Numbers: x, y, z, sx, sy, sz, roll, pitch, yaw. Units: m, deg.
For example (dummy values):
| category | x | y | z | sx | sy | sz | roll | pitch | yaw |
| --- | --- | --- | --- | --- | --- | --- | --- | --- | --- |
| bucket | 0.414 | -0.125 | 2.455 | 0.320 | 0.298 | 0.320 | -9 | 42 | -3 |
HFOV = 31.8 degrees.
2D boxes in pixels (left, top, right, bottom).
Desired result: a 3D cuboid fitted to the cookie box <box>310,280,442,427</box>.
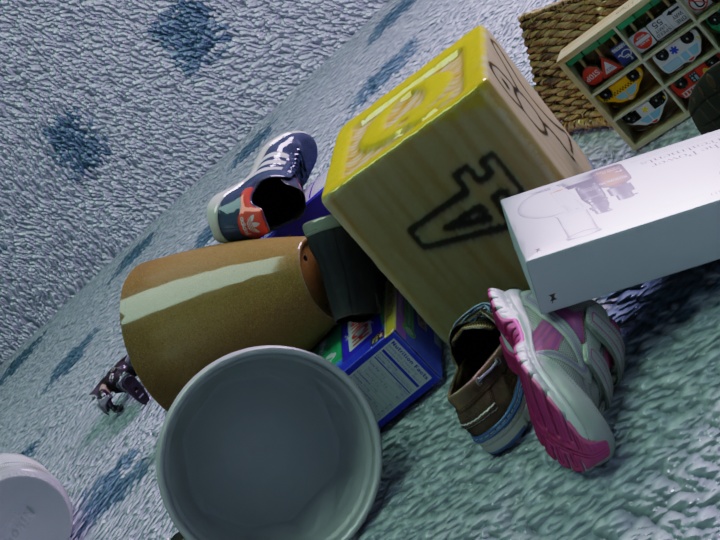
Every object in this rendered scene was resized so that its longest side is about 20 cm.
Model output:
| category | x | y | z | sx | sy | sz | roll | pitch | yaw |
| --- | --- | --- | --- | --- | --- | --- | --- | --- | --- |
| cookie box | -0.012 | 0.109 | 1.308 | 0.200 | 0.075 | 0.171 | -41 | 15 | 16 |

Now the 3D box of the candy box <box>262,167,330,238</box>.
| category | x | y | z | sx | sy | sz | roll | pitch | yaw |
| --- | --- | --- | --- | --- | --- | --- | --- | --- | --- |
| candy box | -0.005 | -0.031 | 1.469 | 0.200 | 0.169 | 0.077 | -39 | 20 | 22 |

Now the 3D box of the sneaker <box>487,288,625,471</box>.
| category | x | y | z | sx | sy | sz | roll | pitch | yaw |
| --- | --- | --- | --- | --- | --- | --- | --- | --- | --- |
| sneaker | 0.160 | 0.067 | 0.954 | 0.088 | 0.082 | 0.200 | -17 | 36 | 1 |

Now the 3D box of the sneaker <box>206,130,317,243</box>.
| category | x | y | z | sx | sy | sz | roll | pitch | yaw |
| --- | --- | --- | --- | --- | --- | --- | --- | --- | --- |
| sneaker | -0.084 | -0.093 | 1.409 | 0.084 | 0.075 | 0.200 | -2 | 34 | 34 |

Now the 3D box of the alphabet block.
| category | x | y | z | sx | sy | sz | roll | pitch | yaw |
| --- | --- | --- | --- | --- | --- | --- | --- | --- | --- |
| alphabet block | 0.103 | -0.085 | 1.236 | 0.196 | 0.200 | 0.196 | -35 | 18 | 18 |

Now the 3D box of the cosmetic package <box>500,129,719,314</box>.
| category | x | y | z | sx | sy | sz | roll | pitch | yaw |
| --- | --- | --- | --- | --- | --- | --- | --- | --- | --- |
| cosmetic package | 0.219 | -0.043 | 0.993 | 0.199 | 0.052 | 0.151 | -18 | 22 | 5 |

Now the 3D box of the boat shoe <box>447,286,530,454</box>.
| category | x | y | z | sx | sy | sz | roll | pitch | yaw |
| --- | --- | --- | --- | --- | --- | --- | --- | --- | --- |
| boat shoe | 0.117 | 0.065 | 1.086 | 0.072 | 0.072 | 0.200 | -38 | 18 | 28 |

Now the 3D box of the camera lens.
| category | x | y | z | sx | sy | sz | roll | pitch | yaw |
| --- | --- | --- | --- | --- | --- | --- | --- | --- | --- |
| camera lens | -0.505 | 0.352 | 1.828 | 0.160 | 0.160 | 0.200 | -50 | 16 | -15 |

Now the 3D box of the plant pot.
| category | x | y | z | sx | sy | sz | roll | pitch | yaw |
| --- | --- | --- | --- | --- | --- | --- | --- | --- | --- |
| plant pot | -0.120 | 0.041 | 1.343 | 0.199 | 0.187 | 0.187 | -24 | 24 | 25 |

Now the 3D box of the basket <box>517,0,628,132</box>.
| category | x | y | z | sx | sy | sz | roll | pitch | yaw |
| --- | --- | --- | --- | --- | --- | --- | --- | --- | --- |
| basket | 0.291 | -0.244 | 1.430 | 0.142 | 0.150 | 0.200 | -16 | 6 | -20 |

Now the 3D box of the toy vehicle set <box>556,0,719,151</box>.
| category | x | y | z | sx | sy | sz | roll | pitch | yaw |
| --- | --- | --- | --- | --- | --- | --- | --- | --- | --- |
| toy vehicle set | 0.302 | -0.214 | 1.205 | 0.200 | 0.124 | 0.027 | -35 | 19 | 36 |

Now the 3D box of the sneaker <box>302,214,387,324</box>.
| category | x | y | z | sx | sy | sz | roll | pitch | yaw |
| --- | --- | --- | --- | --- | --- | --- | --- | --- | --- |
| sneaker | 0.000 | 0.000 | 1.300 | 0.075 | 0.107 | 0.200 | -15 | -4 | 21 |

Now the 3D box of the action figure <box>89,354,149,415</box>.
| category | x | y | z | sx | sy | sz | roll | pitch | yaw |
| --- | --- | --- | --- | --- | --- | --- | --- | --- | --- |
| action figure | -0.395 | 0.185 | 2.147 | 0.130 | 0.069 | 0.200 | -59 | 15 | -18 |

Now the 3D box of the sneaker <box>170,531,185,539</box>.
| category | x | y | z | sx | sy | sz | roll | pitch | yaw |
| --- | --- | --- | --- | --- | --- | --- | --- | --- | --- |
| sneaker | -0.137 | 0.267 | 1.249 | 0.201 | 0.071 | 0.098 | -48 | 18 | 0 |

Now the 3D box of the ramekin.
| category | x | y | z | sx | sy | sz | roll | pitch | yaw |
| --- | --- | --- | --- | --- | --- | --- | --- | --- | --- |
| ramekin | -0.085 | 0.167 | 1.150 | 0.200 | 0.200 | 0.105 | -48 | 6 | -8 |

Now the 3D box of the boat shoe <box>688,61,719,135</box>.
| category | x | y | z | sx | sy | sz | roll | pitch | yaw |
| --- | --- | --- | --- | --- | --- | --- | --- | --- | --- |
| boat shoe | 0.359 | -0.165 | 1.058 | 0.074 | 0.076 | 0.200 | -23 | -6 | -28 |
